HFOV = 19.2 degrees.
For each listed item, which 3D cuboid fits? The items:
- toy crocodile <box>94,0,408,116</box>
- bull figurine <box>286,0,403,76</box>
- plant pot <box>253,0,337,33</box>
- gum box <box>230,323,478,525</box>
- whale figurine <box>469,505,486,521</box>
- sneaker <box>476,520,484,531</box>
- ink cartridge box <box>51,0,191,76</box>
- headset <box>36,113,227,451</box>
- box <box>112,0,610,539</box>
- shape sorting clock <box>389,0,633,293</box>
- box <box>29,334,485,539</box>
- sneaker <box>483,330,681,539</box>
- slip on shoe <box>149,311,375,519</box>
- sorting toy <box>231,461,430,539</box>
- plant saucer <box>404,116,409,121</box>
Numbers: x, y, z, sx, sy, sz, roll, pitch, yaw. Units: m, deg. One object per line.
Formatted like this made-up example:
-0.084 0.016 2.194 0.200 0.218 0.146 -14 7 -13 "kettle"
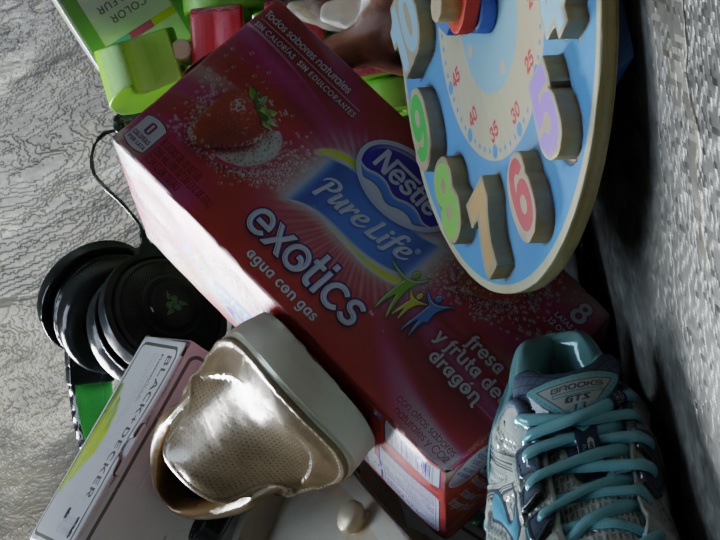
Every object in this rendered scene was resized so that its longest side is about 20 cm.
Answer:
-0.024 -0.105 0.990 0.062 0.199 0.068 30 -124 -86 "toy crocodile"
0.005 -0.162 0.893 0.065 0.121 0.201 -88 -4 -51 "bull figurine"
-0.027 -0.206 1.078 0.197 0.199 0.201 71 -172 -51 "plant pot"
-0.005 0.123 1.131 0.199 0.044 0.171 25 -102 -42 "gum box"
0.022 0.056 1.008 0.159 0.104 0.200 40 -158 -16 "whale figurine"
0.066 0.173 1.097 0.082 0.088 0.201 83 -175 -49 "sneaker"
-0.128 -0.149 1.056 0.201 0.059 0.104 58 178 -23 "ink cartridge box"
-0.105 0.019 1.088 0.123 0.093 0.201 10 104 59 "headset"
0.000 0.000 0.877 0.200 0.095 0.100 44 165 18 "box"
0.045 -0.092 0.748 0.200 0.039 0.201 179 90 -75 "shape sorting clock"
-0.043 0.130 1.020 0.117 0.200 0.060 -62 24 -11 "box"
0.069 0.077 0.713 0.200 0.077 0.087 -102 7 -74 "sneaker"
-0.049 0.068 0.873 0.076 0.061 0.200 49 164 -5 "slip on shoe"
0.039 0.175 0.928 0.107 0.180 0.200 -57 21 3 "sorting toy"
0.003 -0.102 1.204 0.048 0.199 0.201 -44 40 37 "plant saucer"
